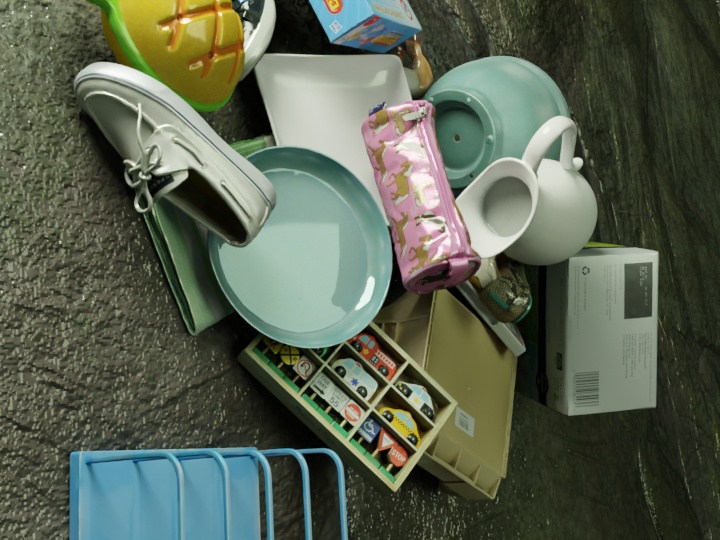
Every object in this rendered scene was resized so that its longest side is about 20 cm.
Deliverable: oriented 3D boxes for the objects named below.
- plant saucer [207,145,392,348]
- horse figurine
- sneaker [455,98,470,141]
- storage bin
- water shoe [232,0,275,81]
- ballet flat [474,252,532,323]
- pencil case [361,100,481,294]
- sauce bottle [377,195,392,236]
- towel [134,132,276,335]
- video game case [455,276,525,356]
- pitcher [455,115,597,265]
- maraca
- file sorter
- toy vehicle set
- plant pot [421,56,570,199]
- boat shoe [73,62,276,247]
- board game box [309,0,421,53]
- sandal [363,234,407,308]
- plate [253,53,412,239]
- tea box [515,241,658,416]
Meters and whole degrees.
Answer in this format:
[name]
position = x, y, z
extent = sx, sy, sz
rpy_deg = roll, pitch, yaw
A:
[plant saucer]
position = -0.059, -0.022, 0.895
extent = 0.200, 0.027, 0.201
rpy_deg = 9, 73, -30
[horse figurine]
position = 0.041, -0.252, 1.165
extent = 0.200, 0.050, 0.133
rpy_deg = -32, 101, -50
[sneaker]
position = 0.189, -0.229, 1.332
extent = 0.200, 0.082, 0.074
rpy_deg = -30, 104, -53
[storage bin]
position = 0.090, 0.142, 1.079
extent = 0.200, 0.094, 0.199
rpy_deg = 41, 50, -41
[water shoe]
position = -0.130, -0.279, 0.936
extent = 0.079, 0.071, 0.200
rpy_deg = 22, 55, -28
[ballet flat]
position = 0.163, -0.002, 1.108
extent = 0.075, 0.068, 0.200
rpy_deg = 39, 19, -8
[pencil case]
position = 0.060, -0.075, 0.935
extent = 0.087, 0.083, 0.200
rpy_deg = 51, 23, -68
[sauce bottle]
position = 0.000, 0.000, 1.019
extent = 0.066, 0.066, 0.200
rpy_deg = 34, 52, -44
[towel]
position = -0.123, -0.045, 0.901
extent = 0.200, 0.023, 0.153
rpy_deg = -34, 108, -53
[video game case]
position = 0.130, 0.004, 1.149
extent = 0.200, 0.017, 0.143
rpy_deg = 49, 14, -17
[pitcher]
position = 0.202, -0.086, 1.024
extent = 0.121, 0.172, 0.200
rpy_deg = 47, 22, 24
[maraca]
position = -0.177, -0.226, 0.808
extent = 0.200, 0.107, 0.137
rpy_deg = 47, 39, -35
[file sorter]
position = -0.116, 0.212, 0.750
extent = 0.200, 0.123, 0.139
rpy_deg = 12, 70, -51
[toy vehicle set]
position = -0.010, 0.110, 0.917
extent = 0.200, 0.027, 0.124
rpy_deg = 43, 55, -4
[plant pot]
position = 0.143, -0.166, 1.149
extent = 0.134, 0.200, 0.201
rpy_deg = -15, 92, -54
[boat shoe]
position = -0.167, -0.086, 0.786
extent = 0.202, 0.075, 0.086
rpy_deg = 41, 44, -22
[board game box]
position = -0.023, -0.345, 1.021
extent = 0.196, 0.056, 0.200
rpy_deg = 63, 20, 0
[sandal]
position = 0.078, -0.015, 1.003
extent = 0.200, 0.045, 0.075
rpy_deg = -28, 131, -39
[plate]
position = -0.015, -0.135, 0.996
extent = 0.199, 0.032, 0.200
rpy_deg = -10, 81, -38
[tea box]
position = 0.278, 0.067, 1.211
extent = 0.133, 0.197, 0.200
rpy_deg = -3, 96, -16
